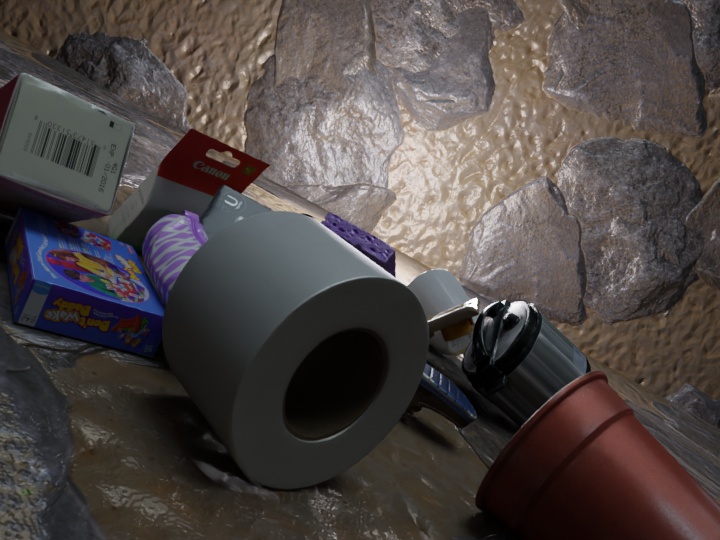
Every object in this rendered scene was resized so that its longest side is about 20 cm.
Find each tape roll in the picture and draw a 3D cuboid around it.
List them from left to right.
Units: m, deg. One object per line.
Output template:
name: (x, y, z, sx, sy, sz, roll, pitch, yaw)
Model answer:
tape roll: (-0.056, 0.066, 0.596, 0.201, 0.205, 0.139, 20, 12, -45)

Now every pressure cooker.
pressure cooker: (0.273, 0.152, 1.162, 0.200, 0.179, 0.176, 41, -2, -11)

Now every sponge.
sponge: (0.000, 0.000, 0.978, 0.111, 0.030, 0.201, 30, -22, 17)

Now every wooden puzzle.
wooden puzzle: (0.128, 0.107, 1.190, 0.200, 0.183, 0.047, -3, 70, -78)

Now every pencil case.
pencil case: (-0.178, 0.004, 0.725, 0.083, 0.086, 0.200, 18, 12, -37)

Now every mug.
mug: (0.195, 0.103, 1.441, 0.185, 0.151, 0.153, 15, 22, -34)

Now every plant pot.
plant pot: (0.253, 0.243, 0.678, 0.195, 0.202, 0.200, 44, 16, 34)

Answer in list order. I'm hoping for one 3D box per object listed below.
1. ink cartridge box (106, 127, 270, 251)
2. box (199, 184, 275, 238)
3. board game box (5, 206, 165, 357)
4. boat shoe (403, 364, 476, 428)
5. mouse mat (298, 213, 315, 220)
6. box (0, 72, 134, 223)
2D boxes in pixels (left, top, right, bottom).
ink cartridge box: (-0.239, -0.096, 0.964, 0.160, 0.199, 0.051, 17, 42, -54)
box: (-0.131, -0.002, 0.909, 0.198, 0.123, 0.107, 28, 52, -7)
board game box: (-0.289, 0.007, 0.700, 0.133, 0.045, 0.200, 23, 10, -36)
boat shoe: (0.061, 0.154, 0.902, 0.199, 0.073, 0.072, 36, 8, 9)
mouse mat: (-0.105, -0.011, 0.981, 0.159, 0.008, 0.201, 3, -40, 25)
box: (-0.363, -0.124, 0.754, 0.127, 0.111, 0.198, 21, -16, -40)
